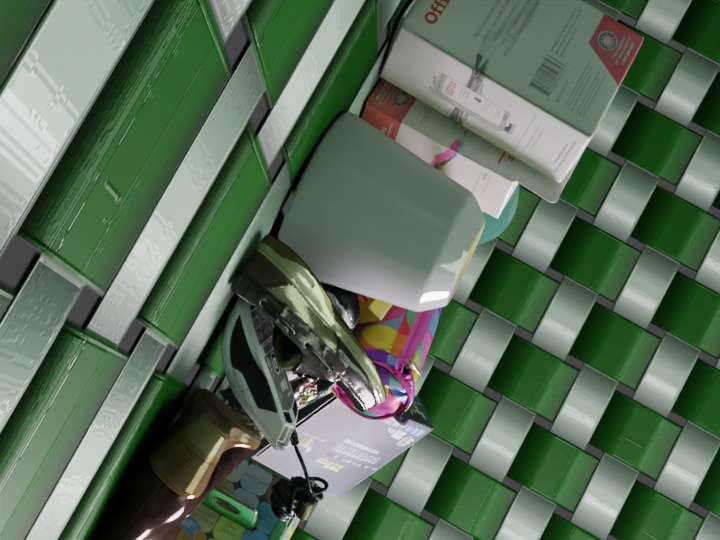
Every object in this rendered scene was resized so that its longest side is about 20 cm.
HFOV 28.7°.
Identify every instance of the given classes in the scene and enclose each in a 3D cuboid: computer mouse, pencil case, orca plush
[{"bbox_3d":[-0.081,0.116,1.199,0.044,0.201,0.110,-17,-177,11],"label":"computer mouse"},{"bbox_3d":[0.036,0.058,1.362,0.200,0.088,0.089,-69,-177,-49],"label":"pencil case"},{"bbox_3d":[-0.050,0.071,1.320,0.071,0.105,0.201,-32,155,-48],"label":"orca plush"}]

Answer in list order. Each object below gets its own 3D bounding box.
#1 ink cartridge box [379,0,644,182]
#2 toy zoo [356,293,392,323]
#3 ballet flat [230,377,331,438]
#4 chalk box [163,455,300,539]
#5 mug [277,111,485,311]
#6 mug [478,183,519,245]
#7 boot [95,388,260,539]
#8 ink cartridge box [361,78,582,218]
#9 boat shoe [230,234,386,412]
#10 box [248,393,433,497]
[{"bbox_3d":[0.140,-0.199,1.296,0.147,0.199,0.083,-58,177,-33],"label":"ink cartridge box"},{"bbox_3d":[0.000,0.000,1.378,0.199,0.020,0.132,-11,-139,51],"label":"toy zoo"},{"bbox_3d":[-0.084,0.113,1.421,0.200,0.064,0.076,-37,-136,32],"label":"ballet flat"},{"bbox_3d":[-0.134,0.253,1.424,0.124,0.124,0.200,-60,174,-15],"label":"chalk box"},{"bbox_3d":[0.032,-0.052,1.236,0.187,0.152,0.150,-59,171,-36],"label":"mug"},{"bbox_3d":[0.067,-0.077,1.457,0.114,0.152,0.186,-19,142,-39],"label":"mug"},{"bbox_3d":[-0.167,0.186,1.197,0.167,0.072,0.200,-50,176,1],"label":"boot"},{"bbox_3d":[0.110,-0.132,1.344,0.117,0.199,0.068,-57,174,-32],"label":"ink cartridge box"},{"bbox_3d":[-0.046,0.056,1.181,0.066,0.072,0.201,-40,129,-10],"label":"boat shoe"},{"bbox_3d":[-0.031,0.187,1.626,0.157,0.051,0.200,-37,145,19],"label":"box"}]
